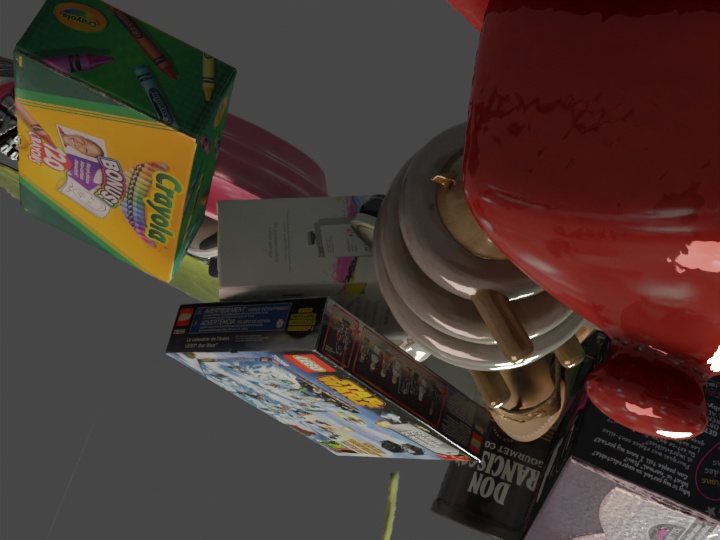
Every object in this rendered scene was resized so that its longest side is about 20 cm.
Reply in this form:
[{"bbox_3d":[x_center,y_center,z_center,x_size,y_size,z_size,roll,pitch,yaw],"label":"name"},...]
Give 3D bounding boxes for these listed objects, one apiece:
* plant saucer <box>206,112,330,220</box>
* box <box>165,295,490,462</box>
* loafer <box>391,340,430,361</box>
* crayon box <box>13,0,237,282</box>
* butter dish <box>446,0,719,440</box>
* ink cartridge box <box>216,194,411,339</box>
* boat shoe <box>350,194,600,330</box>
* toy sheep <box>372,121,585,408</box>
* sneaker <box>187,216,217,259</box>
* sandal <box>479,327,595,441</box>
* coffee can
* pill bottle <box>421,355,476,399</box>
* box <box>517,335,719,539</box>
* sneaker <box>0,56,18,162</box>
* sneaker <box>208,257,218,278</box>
[{"bbox_3d":[-0.104,-0.077,0.980,0.198,0.051,0.201,22,171,4],"label":"plant saucer"},{"bbox_3d":[-0.018,0.078,0.904,0.135,0.040,0.200,-3,152,38],"label":"box"},{"bbox_3d":[0.049,0.040,1.108,0.199,0.070,0.070,-14,115,47],"label":"loafer"},{"bbox_3d":[-0.153,-0.080,0.834,0.117,0.059,0.200,26,152,0],"label":"crayon box"},{"bbox_3d":[0.121,-0.014,0.458,0.198,0.150,0.199,30,169,-41],"label":"butter dish"},{"bbox_3d":[0.000,0.000,0.918,0.196,0.069,0.117,-1,158,-5],"label":"ink cartridge box"},{"bbox_3d":[0.092,-0.017,0.815,0.197,0.063,0.075,17,168,19],"label":"boat shoe"},{"bbox_3d":[0.069,-0.007,0.697,0.136,0.139,0.200,21,158,3],"label":"toy sheep"},{"bbox_3d":[-0.168,-0.066,1.148,0.198,0.075,0.079,16,165,38],"label":"sneaker"},{"bbox_3d":[0.110,0.066,0.912,0.078,0.069,0.213,43,142,18],"label":"sandal"},{"bbox_3d":[0.158,0.128,1.072,0.144,0.203,0.146,21,171,3],"label":"coffee can"},{"bbox_3d":[0.099,0.083,1.242,0.112,0.115,0.200,21,172,6],"label":"pill bottle"},{"bbox_3d":[0.191,0.146,0.878,0.131,0.116,0.201,22,149,7],"label":"box"},{"bbox_3d":[-0.225,-0.110,1.040,0.075,0.081,0.200,46,-175,35],"label":"sneaker"},{"bbox_3d":[-0.105,-0.017,1.300,0.081,0.075,0.200,21,179,-5],"label":"sneaker"}]
